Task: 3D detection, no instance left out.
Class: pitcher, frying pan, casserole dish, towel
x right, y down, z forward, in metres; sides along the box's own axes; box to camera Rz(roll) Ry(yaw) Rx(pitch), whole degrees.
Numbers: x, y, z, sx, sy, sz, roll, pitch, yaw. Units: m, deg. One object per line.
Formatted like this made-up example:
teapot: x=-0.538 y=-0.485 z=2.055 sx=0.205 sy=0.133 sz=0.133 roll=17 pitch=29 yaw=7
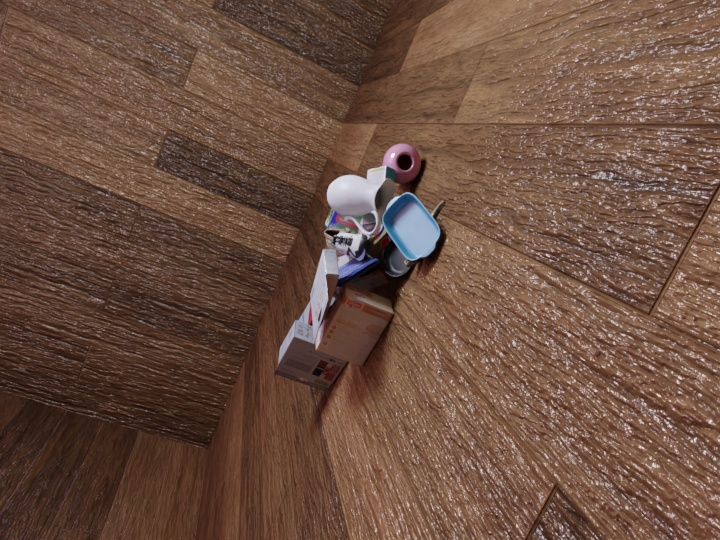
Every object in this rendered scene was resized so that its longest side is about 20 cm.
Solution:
pitcher: x=-0.007 y=-0.194 z=1.562 sx=0.198 sy=0.121 sz=0.175 roll=11 pitch=82 yaw=36
frying pan: x=0.085 y=-0.011 z=1.491 sx=0.190 sy=0.031 sz=0.116 roll=-48 pitch=51 yaw=20
casserole dish: x=0.138 y=-0.112 z=1.382 sx=0.121 sy=0.039 sz=0.201 roll=-44 pitch=57 yaw=18
towel: x=-0.032 y=-0.005 z=1.524 sx=0.143 sy=0.024 sz=0.200 roll=-31 pitch=13 yaw=-10

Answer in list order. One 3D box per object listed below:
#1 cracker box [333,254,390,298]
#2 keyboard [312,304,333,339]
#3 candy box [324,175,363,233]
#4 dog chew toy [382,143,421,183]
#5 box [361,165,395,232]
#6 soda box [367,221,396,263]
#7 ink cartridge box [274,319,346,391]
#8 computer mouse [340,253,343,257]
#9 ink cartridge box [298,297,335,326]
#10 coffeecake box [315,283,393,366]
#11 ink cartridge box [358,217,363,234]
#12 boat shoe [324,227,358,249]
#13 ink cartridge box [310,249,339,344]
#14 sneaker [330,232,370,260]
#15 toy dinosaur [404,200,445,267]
cracker box: x=0.000 y=0.000 z=1.638 sx=0.198 sy=0.058 sz=0.135 roll=-21 pitch=42 yaw=27
keyboard: x=-0.076 y=0.177 z=1.609 sx=0.127 sy=0.200 sz=0.021 roll=-49 pitch=57 yaw=3
candy box: x=-0.015 y=-0.219 z=1.923 sx=0.203 sy=0.167 sz=0.077 roll=-66 pitch=20 yaw=9
dog chew toy: x=0.127 y=-0.344 z=1.727 sx=0.200 sy=0.123 sz=0.126 roll=-144 pitch=76 yaw=-82
box: x=0.057 y=-0.214 z=1.621 sx=0.081 sy=0.049 sz=0.204 roll=-3 pitch=78 yaw=44
soda box: x=0.098 y=-0.119 z=1.523 sx=0.200 sy=0.067 sz=0.064 roll=-46 pitch=31 yaw=21
ink cartridge box: x=-0.158 y=0.279 z=1.701 sx=0.177 sy=0.198 sz=0.084 roll=-57 pitch=19 yaw=29
computer mouse: x=-0.030 y=-0.026 z=1.833 sx=0.201 sy=0.043 sz=0.111 roll=71 pitch=-144 yaw=-62
ink cartridge box: x=-0.135 y=0.204 z=1.820 sx=0.201 sy=0.143 sz=0.146 roll=-56 pitch=20 yaw=35
coffeecake box: x=-0.019 y=0.155 z=1.499 sx=0.202 sy=0.152 sz=0.073 roll=-60 pitch=18 yaw=24
ink cartridge box: x=0.052 y=-0.126 z=1.759 sx=0.165 sy=0.074 sz=0.203 roll=-47 pitch=27 yaw=48
boat shoe: x=-0.050 y=-0.101 z=1.701 sx=0.198 sy=0.065 sz=0.071 roll=5 pitch=37 yaw=47
ink cartridge box: x=-0.096 y=0.073 z=1.432 sx=0.201 sy=0.043 sz=0.176 roll=111 pitch=157 yaw=-47
sneaker: x=-0.032 y=-0.074 z=1.544 sx=0.199 sy=0.079 sz=0.075 roll=-6 pitch=63 yaw=69
toy dinosaur: x=0.154 y=-0.106 z=1.426 sx=0.087 sy=0.047 sz=0.203 roll=23 pitch=88 yaw=29
